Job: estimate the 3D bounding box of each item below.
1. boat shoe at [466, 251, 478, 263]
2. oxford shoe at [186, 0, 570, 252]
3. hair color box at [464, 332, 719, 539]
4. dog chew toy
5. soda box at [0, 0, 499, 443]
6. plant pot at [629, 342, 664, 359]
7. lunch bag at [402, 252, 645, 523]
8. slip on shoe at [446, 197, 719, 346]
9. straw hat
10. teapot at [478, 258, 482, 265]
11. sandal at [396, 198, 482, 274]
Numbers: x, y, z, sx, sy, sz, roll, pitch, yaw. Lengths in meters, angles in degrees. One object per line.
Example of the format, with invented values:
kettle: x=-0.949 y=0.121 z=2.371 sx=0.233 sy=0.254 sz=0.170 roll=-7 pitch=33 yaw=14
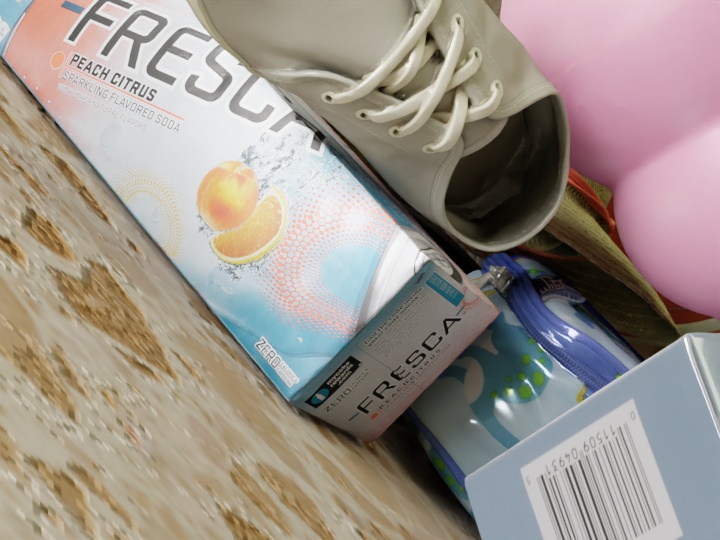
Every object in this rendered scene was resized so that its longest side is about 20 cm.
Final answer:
boat shoe: x=-0.013 y=-0.065 z=1.126 sx=0.200 sy=0.072 sz=0.068 roll=37 pitch=33 yaw=-24
oxford shoe: x=0.012 y=-0.066 z=0.657 sx=0.058 sy=0.075 sz=0.200 roll=46 pitch=2 yaw=39
hair color box: x=0.140 y=0.069 z=0.671 sx=0.199 sy=0.099 sz=0.061 roll=2 pitch=61 yaw=-42
dog chew toy: x=0.133 y=-0.042 z=0.746 sx=0.201 sy=0.124 sz=0.125 roll=60 pitch=7 yaw=3
soda box: x=-0.046 y=-0.038 z=0.720 sx=0.200 sy=0.064 sz=0.068 roll=48 pitch=6 yaw=27
plant pot: x=0.169 y=0.032 z=0.991 sx=0.201 sy=0.200 sz=0.093 roll=52 pitch=-15 yaw=50
lunch bag: x=0.099 y=0.085 z=0.808 sx=0.200 sy=0.082 sz=0.161 roll=46 pitch=3 yaw=-7
slip on shoe: x=0.104 y=-0.022 z=0.958 sx=0.199 sy=0.074 sz=0.062 roll=27 pitch=-36 yaw=39
straw hat: x=0.067 y=-0.054 z=0.860 sx=0.200 sy=0.085 sz=0.201 roll=33 pitch=-4 yaw=2
teapot: x=0.100 y=-0.038 z=1.388 sx=0.196 sy=0.147 sz=0.200 roll=17 pitch=30 yaw=5
sandal: x=0.000 y=0.000 z=0.917 sx=0.075 sy=0.045 sz=0.200 roll=42 pitch=16 yaw=18
